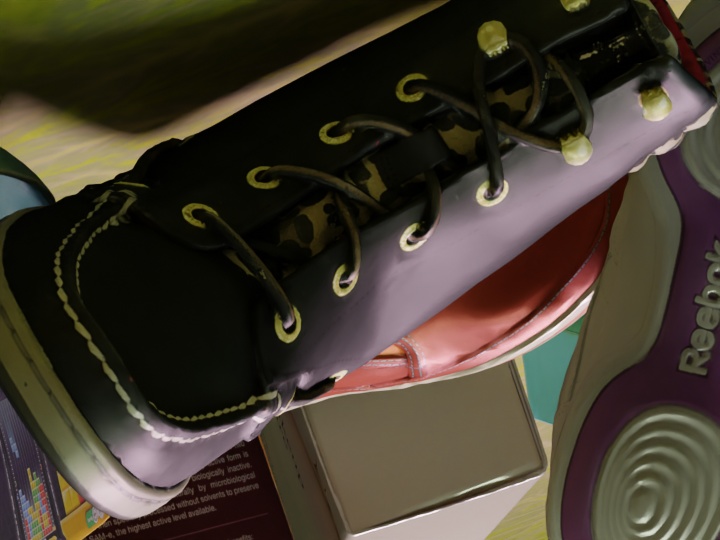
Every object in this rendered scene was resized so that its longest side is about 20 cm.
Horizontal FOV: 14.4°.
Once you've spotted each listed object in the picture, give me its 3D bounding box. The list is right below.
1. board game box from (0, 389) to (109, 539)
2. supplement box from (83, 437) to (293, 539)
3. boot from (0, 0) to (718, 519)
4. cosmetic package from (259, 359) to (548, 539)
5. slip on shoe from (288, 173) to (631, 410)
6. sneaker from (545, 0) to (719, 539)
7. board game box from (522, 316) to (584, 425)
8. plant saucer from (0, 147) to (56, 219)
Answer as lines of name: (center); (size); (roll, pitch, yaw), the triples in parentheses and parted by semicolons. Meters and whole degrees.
board game box: (-0.172, 0.072, 0.719); (0.164, 0.057, 0.200); (-12, -175, 12)
supplement box: (-0.073, 0.113, 0.909); (0.108, 0.201, 0.061); (-10, 167, -42)
boot: (0.000, -0.020, 0.654); (0.153, 0.074, 0.204); (-32, 180, 13)
cosmetic package: (0.006, 0.049, 1.004); (0.073, 0.104, 0.200); (-18, 168, -7)
slip on shoe: (0.000, 0.000, 0.842); (0.199, 0.075, 0.061); (-20, 167, 28)
sneaker: (0.095, -0.009, 0.772); (0.074, 0.201, 0.100); (22, -174, -3)
board game box: (0.184, 0.036, 1.123); (0.150, 0.047, 0.199); (-20, -158, -33)
plant saucer: (-0.169, 0.005, 0.661); (0.199, 0.028, 0.200); (-19, 170, -3)
